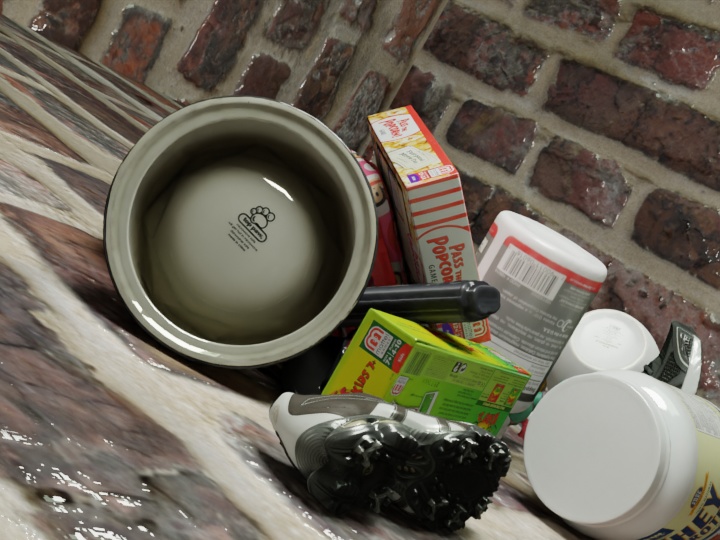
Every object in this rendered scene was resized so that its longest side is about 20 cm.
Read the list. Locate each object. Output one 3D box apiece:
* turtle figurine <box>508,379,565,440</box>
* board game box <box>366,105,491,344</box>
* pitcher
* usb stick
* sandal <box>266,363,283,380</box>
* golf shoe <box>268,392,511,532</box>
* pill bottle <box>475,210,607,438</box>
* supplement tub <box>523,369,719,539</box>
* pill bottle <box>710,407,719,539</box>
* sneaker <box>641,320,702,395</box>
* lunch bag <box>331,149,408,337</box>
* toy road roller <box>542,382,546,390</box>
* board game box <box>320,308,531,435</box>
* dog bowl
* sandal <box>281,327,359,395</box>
[{"bbox_3d":[0.133,0.110,1.275,0.150,0.101,0.200,43,-13,-26],"label":"turtle figurine"},{"bbox_3d":[0.056,-0.041,1.092,0.046,0.152,0.200,-15,25,-3],"label":"board game box"},{"bbox_3d":[0.239,0.126,1.378,0.171,0.122,0.200,17,-35,17],"label":"pitcher"},{"bbox_3d":[0.013,0.028,0.987,0.199,0.033,0.055,-5,-5,35],"label":"usb stick"},{"bbox_3d":[0.000,0.085,1.062,0.199,0.055,0.082,27,7,-27],"label":"sandal"},{"bbox_3d":[0.023,0.115,0.833,0.094,0.078,0.200,35,7,41],"label":"golf shoe"},{"bbox_3d":[0.129,0.058,1.157,0.114,0.201,0.114,27,12,-7],"label":"pill bottle"},{"bbox_3d":[0.241,0.166,1.104,0.145,0.145,0.200,34,8,37],"label":"supplement tub"},{"bbox_3d":[0.381,0.198,1.236,0.112,0.201,0.112,29,7,-4],"label":"pill bottle"},{"bbox_3d":[0.273,0.141,1.244,0.086,0.201,0.080,21,0,7],"label":"sneaker"},{"bbox_3d":[0.000,0.000,1.150,0.082,0.201,0.176,-15,20,-10],"label":"lunch bag"},{"bbox_3d":[0.198,0.080,1.589,0.123,0.146,0.200,31,6,14],"label":"toy road roller"},{"bbox_3d":[0.049,0.099,0.958,0.048,0.102,0.200,34,7,32],"label":"board game box"},{"bbox_3d":[-0.089,-0.024,0.945,0.200,0.201,0.074,30,-10,0],"label":"dog bowl"},{"bbox_3d":[0.018,0.072,1.001,0.199,0.045,0.075,-6,58,-44],"label":"sandal"}]
